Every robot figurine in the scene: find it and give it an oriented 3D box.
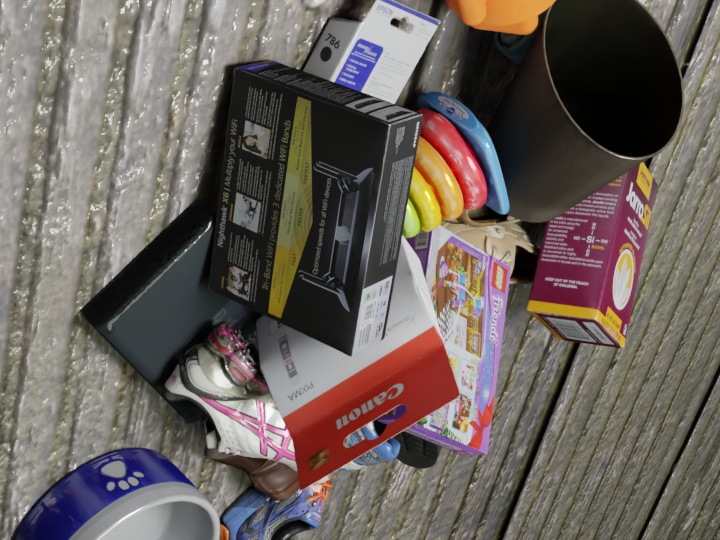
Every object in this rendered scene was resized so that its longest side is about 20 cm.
[{"bbox_3d":[0.113,-0.289,1.153,0.143,0.117,0.201,-32,145,-7],"label":"robot figurine"}]

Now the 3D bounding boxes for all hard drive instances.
[{"bbox_3d":[-0.149,0.043,1.238,0.140,0.033,0.200,-44,147,-9],"label":"hard drive"}]

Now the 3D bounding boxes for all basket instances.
[{"bbox_3d":[0.193,-0.140,1.290,0.134,0.182,0.200,-1,158,-19],"label":"basket"}]

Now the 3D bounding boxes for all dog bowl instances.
[{"bbox_3d":[-0.236,0.272,1.318,0.199,0.079,0.201,-32,143,-27],"label":"dog bowl"}]

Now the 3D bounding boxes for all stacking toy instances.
[{"bbox_3d":[0.031,-0.064,1.278,0.199,0.116,0.110,-36,134,-12],"label":"stacking toy"}]

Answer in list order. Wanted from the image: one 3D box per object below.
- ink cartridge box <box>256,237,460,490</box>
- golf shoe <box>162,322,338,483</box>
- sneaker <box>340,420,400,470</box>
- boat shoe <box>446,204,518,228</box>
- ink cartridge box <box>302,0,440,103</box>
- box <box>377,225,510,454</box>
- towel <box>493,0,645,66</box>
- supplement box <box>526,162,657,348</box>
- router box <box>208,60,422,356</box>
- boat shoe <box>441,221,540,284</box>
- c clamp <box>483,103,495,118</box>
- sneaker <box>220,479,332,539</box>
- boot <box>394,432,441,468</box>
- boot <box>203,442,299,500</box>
[{"bbox_3d":[-0.008,0.070,1.175,0.162,0.201,0.057,-32,118,12],"label":"ink cartridge box"},{"bbox_3d":[-0.098,0.137,1.267,0.092,0.073,0.200,-39,120,5],"label":"golf shoe"},{"bbox_3d":[0.017,0.100,1.382,0.077,0.084,0.203,14,75,-55],"label":"sneaker"},{"bbox_3d":[0.148,-0.077,1.431,0.199,0.074,0.076,-14,125,-42],"label":"boat shoe"},{"bbox_3d":[-0.015,-0.150,1.205,0.099,0.039,0.201,11,115,-53],"label":"ink cartridge box"},{"bbox_3d":[0.086,0.070,1.368,0.136,0.039,0.202,27,65,-43],"label":"box"},{"bbox_3d":[0.227,-0.278,1.360,0.171,0.048,0.201,19,107,-55],"label":"towel"},{"bbox_3d":[0.262,-0.028,1.539,0.110,0.085,0.202,37,65,-57],"label":"supplement box"},{"bbox_3d":[-0.041,-0.052,1.126,0.052,0.156,0.202,-23,130,-52],"label":"router box"},{"bbox_3d":[0.142,-0.020,1.495,0.199,0.064,0.072,0,123,-50],"label":"boat shoe"},{"bbox_3d":[0.238,-0.173,1.430,0.198,0.027,0.171,-25,159,10],"label":"c clamp"},{"bbox_3d":[-0.061,0.243,1.500,0.200,0.078,0.075,-48,148,-4],"label":"sneaker"},{"bbox_3d":[0.075,0.099,1.510,0.139,0.077,0.201,-66,169,-47],"label":"boot"},{"bbox_3d":[-0.064,0.141,1.389,0.187,0.064,0.200,-50,151,-9],"label":"boot"}]
